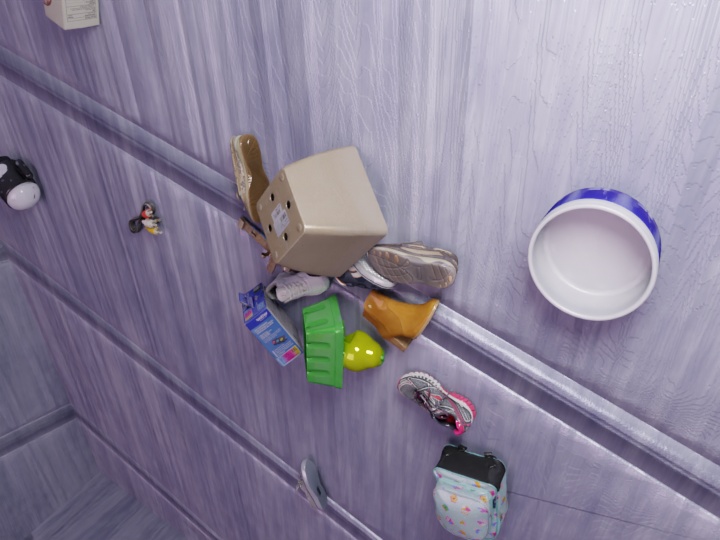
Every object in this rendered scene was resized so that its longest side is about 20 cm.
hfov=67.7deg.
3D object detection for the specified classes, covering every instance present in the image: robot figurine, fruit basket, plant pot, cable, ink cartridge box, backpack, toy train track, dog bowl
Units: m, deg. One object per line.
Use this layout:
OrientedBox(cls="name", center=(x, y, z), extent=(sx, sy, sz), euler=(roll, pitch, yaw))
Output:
OrientedBox(cls="robot figurine", center=(-1.257, -0.318, 1.949), extent=(0.201, 0.124, 0.150), euler=(50, 152, 0))
OrientedBox(cls="fruit basket", center=(-0.042, 0.182, 1.325), extent=(0.207, 0.157, 0.222), euler=(-6, 125, -9))
OrientedBox(cls="plant pot", center=(-0.094, -0.112, 1.078), extent=(0.199, 0.173, 0.206), euler=(-38, 66, 45))
OrientedBox(cls="cable", center=(-0.672, -0.155, 1.640), extent=(0.195, 0.050, 0.100), euler=(-1, 116, 37))
OrientedBox(cls="ink cartridge box", center=(-0.236, 0.128, 1.380), extent=(0.203, 0.075, 0.137), euler=(57, -179, -29))
OrientedBox(cls="backpack", center=(0.263, 0.547, 1.284), extent=(0.170, 0.154, 0.205), euler=(4, 126, 29))
OrientedBox(cls="toy train track", center=(-0.248, -0.066, 1.360), extent=(0.199, 0.032, 0.117), euler=(40, 119, 19))
OrientedBox(cls="dog bowl", center=(0.379, -0.026, 0.876), extent=(0.195, 0.079, 0.206), euler=(19, 127, 27))

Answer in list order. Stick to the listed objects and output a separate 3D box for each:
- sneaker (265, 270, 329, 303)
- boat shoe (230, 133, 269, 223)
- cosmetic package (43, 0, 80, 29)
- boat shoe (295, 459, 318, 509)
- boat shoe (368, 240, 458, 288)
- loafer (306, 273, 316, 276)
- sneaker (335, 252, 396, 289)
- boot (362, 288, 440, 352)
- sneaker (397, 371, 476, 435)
OrientedBox(cls="sneaker", center=(-0.159, 0.045, 1.328), extent=(0.196, 0.099, 0.080), euler=(-13, 109, 42))
OrientedBox(cls="boat shoe", center=(-0.261, -0.217, 1.272), extent=(0.061, 0.072, 0.208), euler=(8, 111, 40))
OrientedBox(cls="cosmetic package", center=(-0.694, -0.699, 1.279), extent=(0.086, 0.103, 0.204), euler=(34, 131, 16))
OrientedBox(cls="boat shoe", center=(-0.178, 0.709, 1.779), extent=(0.083, 0.075, 0.207), euler=(-8, 120, 21))
OrientedBox(cls="boat shoe", center=(0.109, -0.018, 1.099), extent=(0.194, 0.074, 0.077), euler=(16, 130, 23))
OrientedBox(cls="loafer", center=(-0.146, -0.066, 1.272), extent=(0.068, 0.070, 0.202), euler=(-44, 69, 15))
OrientedBox(cls="sneaker", center=(0.000, 0.000, 1.193), extent=(0.198, 0.077, 0.082), euler=(35, 129, 31))
OrientedBox(cls="boot", center=(0.080, 0.088, 1.188), extent=(0.143, 0.071, 0.203), euler=(40, 139, 6))
OrientedBox(cls="sneaker", center=(0.170, 0.306, 1.253), extent=(0.195, 0.074, 0.083), euler=(22, 129, 27))
